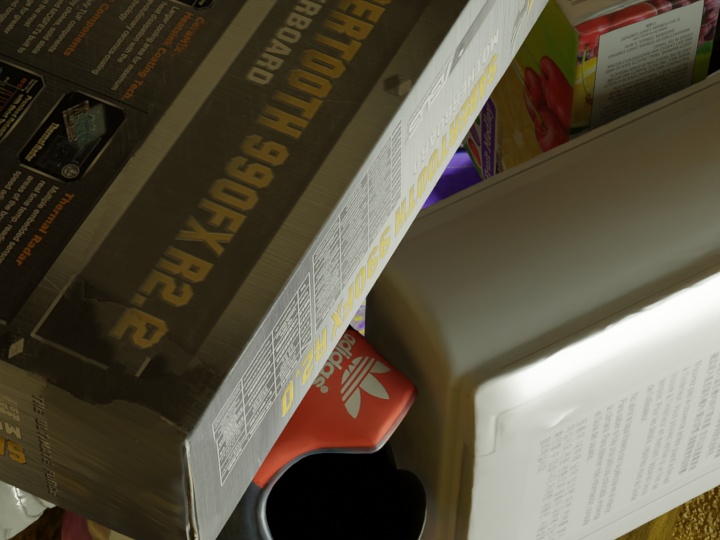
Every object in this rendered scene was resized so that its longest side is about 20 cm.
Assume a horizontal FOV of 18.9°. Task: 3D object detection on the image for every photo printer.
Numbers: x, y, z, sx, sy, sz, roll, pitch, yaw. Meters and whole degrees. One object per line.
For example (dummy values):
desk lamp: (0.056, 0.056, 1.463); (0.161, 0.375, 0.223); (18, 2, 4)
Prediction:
photo printer: (0.099, 0.012, 0.664); (0.200, 0.070, 0.167); (-25, 151, -15)

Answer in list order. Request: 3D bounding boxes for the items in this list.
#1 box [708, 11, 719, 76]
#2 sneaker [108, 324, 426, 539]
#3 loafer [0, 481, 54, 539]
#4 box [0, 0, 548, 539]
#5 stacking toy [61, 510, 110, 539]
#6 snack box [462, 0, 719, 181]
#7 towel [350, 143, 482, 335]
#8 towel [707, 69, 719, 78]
box: (0.174, -0.143, 0.867); (0.200, 0.165, 0.165); (128, -45, -57)
sneaker: (-0.027, 0.082, 0.654); (0.075, 0.084, 0.200); (-53, 164, -33)
loafer: (-0.104, 0.043, 0.623); (0.201, 0.070, 0.070); (-65, 164, -11)
box: (-0.058, -0.052, 0.488); (0.200, 0.158, 0.048); (-59, 162, -33)
stacking toy: (-0.071, 0.101, 0.784); (0.116, 0.109, 0.200); (-56, 153, -32)
snack box: (0.044, -0.110, 0.708); (0.053, 0.200, 0.142); (-19, 149, -12)
towel: (0.000, 0.000, 0.802); (0.200, 0.023, 0.144); (0, 135, -48)
towel: (0.139, -0.018, 0.853); (0.146, 0.030, 0.200); (-31, 154, 13)
